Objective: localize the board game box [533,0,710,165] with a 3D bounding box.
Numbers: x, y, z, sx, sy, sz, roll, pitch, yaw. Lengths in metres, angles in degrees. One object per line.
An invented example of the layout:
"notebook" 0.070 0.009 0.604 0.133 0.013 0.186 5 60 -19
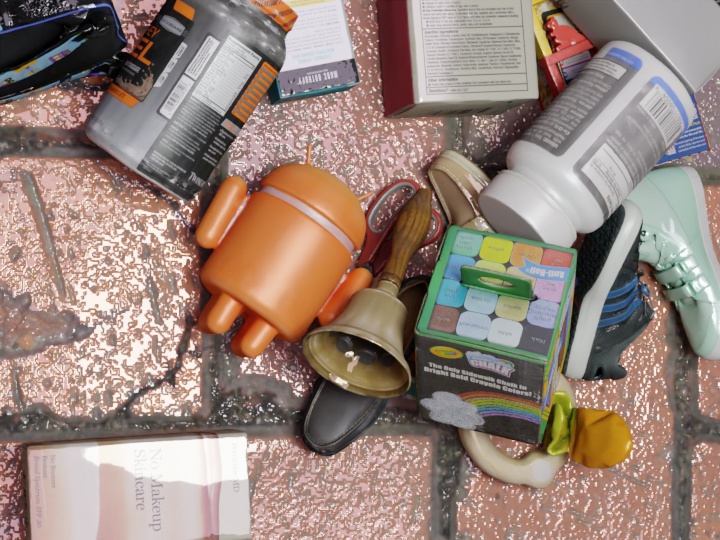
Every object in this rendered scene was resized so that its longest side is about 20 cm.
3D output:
"board game box" 0.254 -0.196 1.697 0.151 0.046 0.201 -16 91 -15

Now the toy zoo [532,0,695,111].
"toy zoo" 0.237 -0.225 1.658 0.131 0.020 0.201 -24 93 -14

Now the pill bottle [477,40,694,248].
"pill bottle" 0.209 -0.108 1.577 0.114 0.114 0.200 45 79 -9

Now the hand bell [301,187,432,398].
"hand bell" 0.029 0.006 1.548 0.104 0.104 0.201 31 57 -12

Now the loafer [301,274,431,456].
"loafer" 0.007 0.085 1.593 0.073 0.072 0.201 31 81 10

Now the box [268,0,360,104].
"box" -0.064 -0.266 1.611 0.082 0.049 0.201 -12 91 -15

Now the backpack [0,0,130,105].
"backpack" -0.318 -0.221 1.481 0.199 0.183 0.135 -21 84 -4

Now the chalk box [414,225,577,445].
"chalk box" 0.123 0.047 1.519 0.124 0.200 0.124 13 57 11

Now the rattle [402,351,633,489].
"rattle" 0.139 0.129 1.607 0.200 0.143 0.130 41 93 -16

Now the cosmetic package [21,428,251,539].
"cosmetic package" -0.205 0.201 1.531 0.199 0.087 0.104 -4 87 -16

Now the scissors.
"scissors" 0.000 0.000 1.634 0.073 0.014 0.200 42 91 15

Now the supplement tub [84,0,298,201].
"supplement tub" -0.150 -0.175 1.530 0.122 0.123 0.201 34 90 -11

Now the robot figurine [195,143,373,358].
"robot figurine" -0.070 -0.014 1.565 0.143 0.117 0.201 28 78 27

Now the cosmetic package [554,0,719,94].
"cosmetic package" 0.258 -0.258 1.601 0.090 0.107 0.200 -43 96 -13

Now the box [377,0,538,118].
"box" 0.089 -0.253 1.622 0.127 0.109 0.201 -3 88 -15

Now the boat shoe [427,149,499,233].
"boat shoe" 0.119 -0.021 1.638 0.069 0.074 0.201 -36 97 -20

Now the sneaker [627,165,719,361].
"sneaker" 0.297 -0.001 1.684 0.118 0.074 0.202 -8 80 -22

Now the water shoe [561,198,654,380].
"water shoe" 0.250 0.019 1.642 0.078 0.072 0.201 8 123 -14

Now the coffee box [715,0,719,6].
"coffee box" 0.348 -0.364 1.697 0.080 0.113 0.201 -35 96 -14
